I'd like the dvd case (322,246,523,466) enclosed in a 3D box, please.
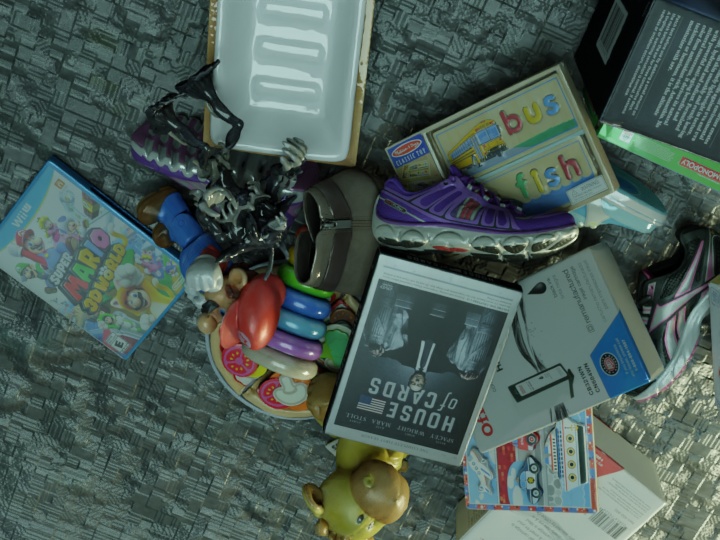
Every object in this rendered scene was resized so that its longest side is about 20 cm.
[{"bbox_3d":[0.059,0.088,1.221,0.148,0.025,0.203,14,110,-8],"label":"dvd case"}]

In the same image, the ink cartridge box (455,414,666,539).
[{"bbox_3d":[0.223,0.266,1.405,0.146,0.083,0.200,37,112,-13],"label":"ink cartridge box"}]

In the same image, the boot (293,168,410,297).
[{"bbox_3d":[0.000,0.000,1.236,0.145,0.070,0.204,-7,95,-38],"label":"boot"}]

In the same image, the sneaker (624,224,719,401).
[{"bbox_3d":[0.320,0.037,1.302,0.086,0.080,0.202,29,102,-5],"label":"sneaker"}]

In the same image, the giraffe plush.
[{"bbox_3d":[0.003,0.212,1.320,0.171,0.163,0.201,26,133,-10],"label":"giraffe plush"}]

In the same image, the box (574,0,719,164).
[{"bbox_3d":[0.315,-0.187,1.118,0.196,0.201,0.125,19,115,-7],"label":"box"}]

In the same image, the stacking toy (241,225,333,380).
[{"bbox_3d":[-0.052,0.007,1.285,0.084,0.085,0.203,21,94,-7],"label":"stacking toy"}]

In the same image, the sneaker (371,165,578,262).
[{"bbox_3d":[0.108,-0.056,1.170,0.197,0.081,0.085,6,82,10],"label":"sneaker"}]

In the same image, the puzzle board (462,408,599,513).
[{"bbox_3d":[0.176,0.161,1.332,0.149,0.017,0.204,-3,95,25],"label":"puzzle board"}]

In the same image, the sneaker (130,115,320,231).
[{"bbox_3d":[-0.143,-0.091,1.267,0.197,0.081,0.089,18,134,-1],"label":"sneaker"}]

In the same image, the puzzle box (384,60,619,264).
[{"bbox_3d":[0.135,-0.101,1.199,0.198,0.025,0.134,-24,96,26],"label":"puzzle box"}]

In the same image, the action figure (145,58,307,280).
[{"bbox_3d":[-0.115,-0.086,1.152,0.201,0.119,0.102,57,152,-15],"label":"action figure"}]

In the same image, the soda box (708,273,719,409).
[{"bbox_3d":[0.406,0.077,1.268,0.068,0.064,0.201,-34,136,-16],"label":"soda box"}]

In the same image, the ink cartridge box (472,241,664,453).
[{"bbox_3d":[0.187,0.080,1.264,0.198,0.084,0.148,-28,84,24],"label":"ink cartridge box"}]

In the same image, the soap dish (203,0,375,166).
[{"bbox_3d":[-0.069,-0.211,1.196,0.155,0.082,0.203,7,116,0],"label":"soap dish"}]

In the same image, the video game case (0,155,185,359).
[{"bbox_3d":[-0.294,-0.010,1.342,0.199,0.018,0.143,38,113,-14],"label":"video game case"}]

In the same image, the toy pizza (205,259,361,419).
[{"bbox_3d":[-0.076,0.083,1.365,0.197,0.032,0.203,1,115,3],"label":"toy pizza"}]

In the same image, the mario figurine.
[{"bbox_3d":[-0.162,0.011,1.241,0.200,0.123,0.107,45,115,29],"label":"mario figurine"}]

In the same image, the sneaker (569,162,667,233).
[{"bbox_3d":[0.200,-0.056,1.257,0.198,0.080,0.132,25,113,2],"label":"sneaker"}]

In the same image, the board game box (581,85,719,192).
[{"bbox_3d":[0.312,-0.123,1.185,0.198,0.135,0.029,24,116,-7],"label":"board game box"}]
